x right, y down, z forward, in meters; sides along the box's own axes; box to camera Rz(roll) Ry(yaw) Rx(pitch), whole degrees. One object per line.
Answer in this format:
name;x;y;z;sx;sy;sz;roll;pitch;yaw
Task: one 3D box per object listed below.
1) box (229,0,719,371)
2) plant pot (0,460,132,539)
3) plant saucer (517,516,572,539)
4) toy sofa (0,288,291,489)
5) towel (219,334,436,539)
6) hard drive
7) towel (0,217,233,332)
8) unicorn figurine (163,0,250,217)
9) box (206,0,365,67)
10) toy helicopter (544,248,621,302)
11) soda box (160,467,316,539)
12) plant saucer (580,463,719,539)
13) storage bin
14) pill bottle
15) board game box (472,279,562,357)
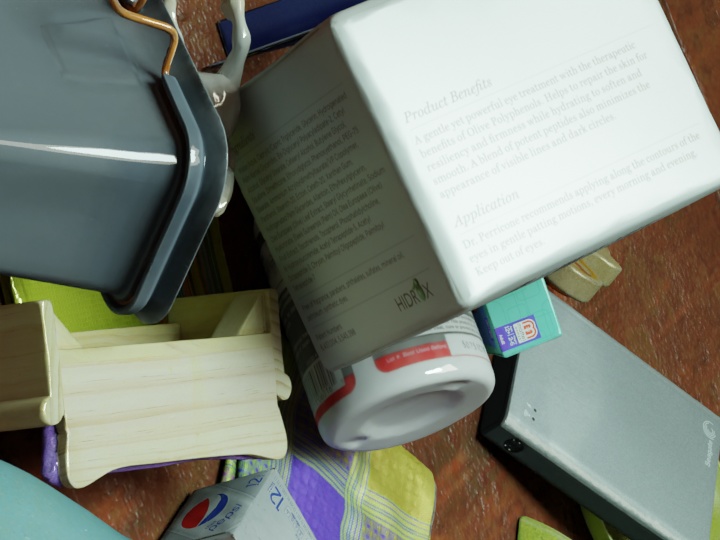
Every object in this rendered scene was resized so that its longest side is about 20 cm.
box;0.058;-0.071;1.395;0.198;0.200;0.172;-25;89;-27
plant pot;-0.206;0.162;1.111;0.188;0.200;0.201;41;42;-19
plant saucer;0.177;0.299;1.762;0.200;0.048;0.201;42;44;-41
toy sofa;-0.130;0.063;1.342;0.200;0.082;0.098;-4;88;-52
towel;-0.015;0.140;1.560;0.200;0.023;0.144;45;42;-38
hard drive;0.179;0.115;1.811;0.200;0.033;0.140;36;44;-22
towel;-0.137;0.008;1.436;0.200;0.018;0.087;-11;85;-58
unicorn figurine;-0.103;-0.097;1.395;0.073;0.200;0.138;-2;91;-13
box;-0.008;-0.174;1.622;0.200;0.121;0.033;-25;98;-58
toy helicopter;0.134;-0.028;1.781;0.132;0.079;0.200;37;12;-12
soda box;-0.040;0.219;1.445;0.201;0.063;0.068;61;33;-20
plant saucer;0.219;0.172;1.885;0.200;0.031;0.201;31;46;-39
storage bin;-0.168;-0.084;1.260;0.134;0.146;0.200;5;40;-32
pill bottle;0.000;0.000;1.538;0.114;0.114;0.201;13;53;-55
board game box;0.062;-0.023;1.618;0.200;0.045;0.153;-178;-111;-78
